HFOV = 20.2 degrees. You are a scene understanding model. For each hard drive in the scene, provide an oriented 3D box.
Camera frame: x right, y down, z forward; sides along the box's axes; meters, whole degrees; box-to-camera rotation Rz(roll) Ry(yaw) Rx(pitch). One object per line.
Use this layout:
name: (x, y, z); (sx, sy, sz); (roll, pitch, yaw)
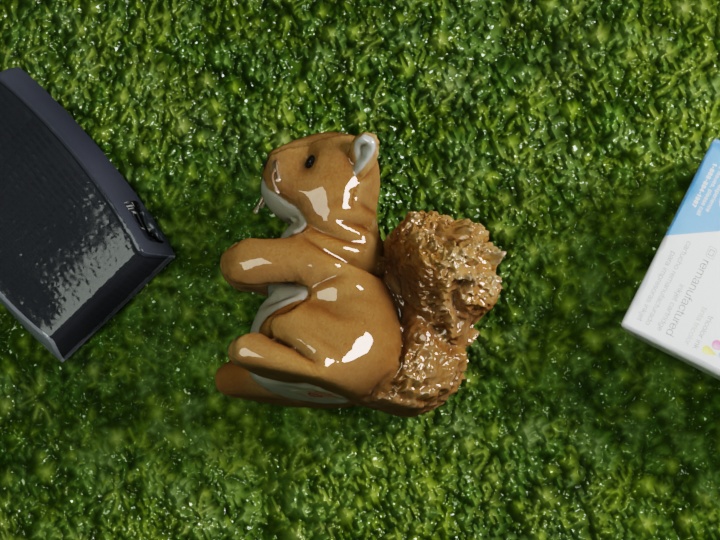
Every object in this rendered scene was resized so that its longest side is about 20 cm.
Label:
hard drive: (-0.247, -0.045, 1.519); (0.135, 0.042, 0.200); (-42, 76, 7)

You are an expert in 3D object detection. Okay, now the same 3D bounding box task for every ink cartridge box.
ink cartridge box: (0.297, 0.021, 1.350); (0.200, 0.085, 0.145); (27, 90, 14)

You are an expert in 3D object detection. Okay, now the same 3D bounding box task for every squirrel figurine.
squirrel figurine: (0.000, 0.000, 1.422); (0.199, 0.142, 0.187); (10, 75, 1)
